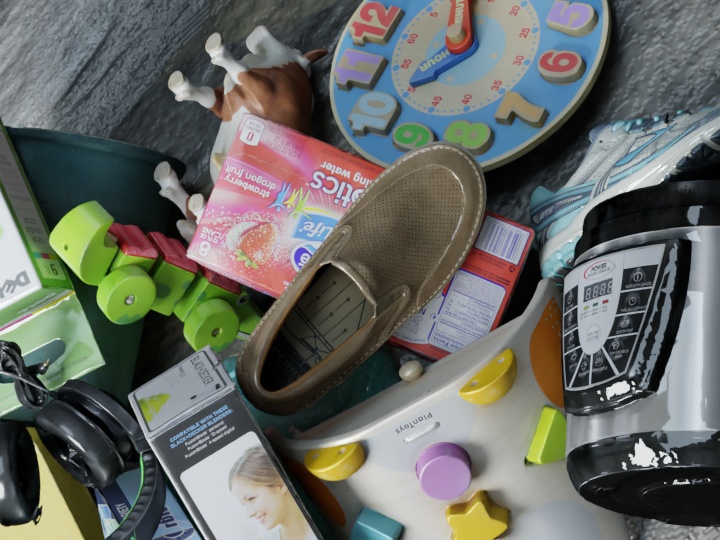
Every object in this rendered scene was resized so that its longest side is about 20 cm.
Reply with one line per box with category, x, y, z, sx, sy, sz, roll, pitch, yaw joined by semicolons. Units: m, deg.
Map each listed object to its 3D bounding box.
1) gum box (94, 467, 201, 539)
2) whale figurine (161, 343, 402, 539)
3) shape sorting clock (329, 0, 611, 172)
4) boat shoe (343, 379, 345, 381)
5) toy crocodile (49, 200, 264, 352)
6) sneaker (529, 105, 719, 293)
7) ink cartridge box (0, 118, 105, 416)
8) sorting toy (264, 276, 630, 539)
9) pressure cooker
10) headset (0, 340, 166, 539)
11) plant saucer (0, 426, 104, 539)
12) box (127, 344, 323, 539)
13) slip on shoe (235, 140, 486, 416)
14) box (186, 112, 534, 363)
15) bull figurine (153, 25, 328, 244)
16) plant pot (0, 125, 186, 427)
gum box;-0.107;0.245;1.308;0.170;0.044;0.201;-137;34;-62
whale figurine;-0.043;0.125;1.348;0.199;0.104;0.159;-30;100;32
shape sorting clock;0.070;-0.147;1.413;0.199;0.039;0.201;-17;51;22
boat shoe;0.000;0.000;1.418;0.073;0.063;0.201;21;86;39
toy crocodile;-0.131;0.004;1.424;0.062;0.200;0.068;-53;47;12
sneaker;0.181;-0.069;1.306;0.200;0.077;0.087;-36;53;20
ink cartridge box;-0.258;-0.008;1.395;0.103;0.059;0.201;-26;83;13
sorting toy;0.070;0.137;1.261;0.199;0.181;0.107;-29;16;9
pressure cooker;0.201;0.033;1.196;0.175;0.179;0.201;2;73;9
headset;-0.189;0.119;1.301;0.123;0.094;0.200;-25;50;-6
plant saucer;-0.247;0.177;1.484;0.199;0.201;0.048;1;35;36
box;-0.059;0.152;1.255;0.060;0.201;0.117;-30;15;-5
slip on shoe;0.001;0.004;1.263;0.200;0.061;0.076;-44;86;-4
box;0.001;-0.014;1.345;0.199;0.095;0.100;22;87;3
bull figurine;-0.078;-0.091;1.464;0.065;0.121;0.201;-16;62;38
plant pot;-0.232;0.013;1.509;0.199;0.200;0.198;1;82;36
